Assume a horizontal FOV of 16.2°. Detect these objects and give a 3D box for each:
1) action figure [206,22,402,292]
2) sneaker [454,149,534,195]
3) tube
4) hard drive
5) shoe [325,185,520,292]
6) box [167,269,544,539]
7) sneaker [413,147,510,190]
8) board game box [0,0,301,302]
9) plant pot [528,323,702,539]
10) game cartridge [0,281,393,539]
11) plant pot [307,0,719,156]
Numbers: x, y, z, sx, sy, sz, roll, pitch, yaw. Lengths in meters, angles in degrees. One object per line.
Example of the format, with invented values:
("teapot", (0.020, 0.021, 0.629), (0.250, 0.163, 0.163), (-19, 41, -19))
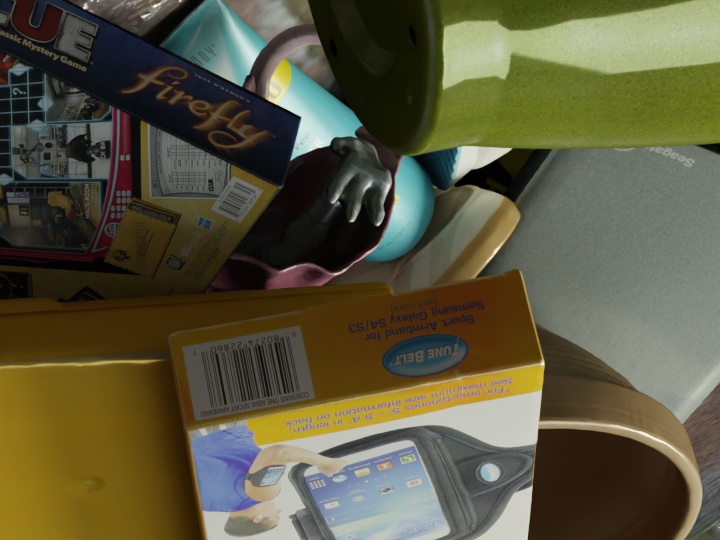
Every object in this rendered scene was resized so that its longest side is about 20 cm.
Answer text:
("action figure", (-0.075, -0.007, 0.996), (0.200, 0.133, 0.150), (-44, -159, 60))
("sneaker", (0.073, -0.027, 1.264), (0.082, 0.074, 0.201), (-53, 172, -37))
("tube", (-0.036, -0.055, 1.044), (0.077, 0.051, 0.200), (-44, 148, 12))
("hard drive", (0.127, -0.005, 1.177), (0.139, 0.033, 0.200), (20, 139, -11))
("shoe", (0.000, 0.000, 1.178), (0.200, 0.053, 0.070), (-27, -154, 53))
("box", (0.000, 0.076, 0.890), (0.118, 0.042, 0.201), (-11, 148, -5))
("sneaker", (0.063, -0.108, 1.065), (0.081, 0.077, 0.200), (-35, 172, -21))
("board game box", (-0.122, -0.013, 0.876), (0.200, 0.135, 0.035), (-51, -161, 46))
("plant pot", (0.052, 0.085, 1.182), (0.199, 0.093, 0.201), (-8, 146, -5))
("game cartridge", (-0.099, 0.063, 0.901), (0.198, 0.033, 0.177), (-1, 148, -16))
("plant pot", (0.083, -0.125, 0.876), (0.191, 0.202, 0.201), (-15, 159, -17))
